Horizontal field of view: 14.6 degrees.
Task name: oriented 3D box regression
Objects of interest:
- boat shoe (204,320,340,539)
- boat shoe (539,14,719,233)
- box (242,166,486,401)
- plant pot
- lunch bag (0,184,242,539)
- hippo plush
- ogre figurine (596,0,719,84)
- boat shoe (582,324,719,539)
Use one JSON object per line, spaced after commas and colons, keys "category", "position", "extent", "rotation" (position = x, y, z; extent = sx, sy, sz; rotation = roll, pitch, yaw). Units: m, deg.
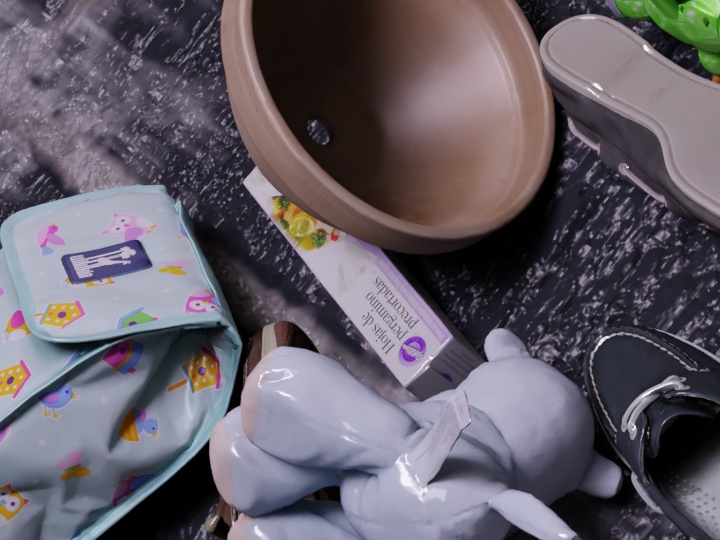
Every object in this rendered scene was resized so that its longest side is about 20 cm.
{"category": "boat shoe", "position": [-0.051, 0.121, 1.481], "extent": [0.075, 0.075, 0.202], "rotation": [-20, 54, 19]}
{"category": "boat shoe", "position": [0.168, -0.065, 1.455], "extent": [0.067, 0.057, 0.200], "rotation": [-35, 49, -13]}
{"category": "box", "position": [0.000, 0.000, 1.543], "extent": [0.039, 0.041, 0.200], "rotation": [-46, 47, 7]}
{"category": "plant pot", "position": [-0.001, -0.091, 1.512], "extent": [0.093, 0.201, 0.201], "rotation": [-36, 43, 48]}
{"category": "lunch bag", "position": [-0.161, 0.052, 1.565], "extent": [0.200, 0.122, 0.170], "rotation": [-43, 31, 8]}
{"category": "hippo plush", "position": [0.034, 0.082, 1.369], "extent": [0.159, 0.161, 0.200], "rotation": [50, 131, 4]}
{"category": "ogre figurine", "position": [0.199, -0.164, 1.455], "extent": [0.120, 0.098, 0.200], "rotation": [-46, 57, -10]}
{"category": "boat shoe", "position": [0.163, 0.084, 1.355], "extent": [0.076, 0.060, 0.200], "rotation": [-48, 46, 4]}
